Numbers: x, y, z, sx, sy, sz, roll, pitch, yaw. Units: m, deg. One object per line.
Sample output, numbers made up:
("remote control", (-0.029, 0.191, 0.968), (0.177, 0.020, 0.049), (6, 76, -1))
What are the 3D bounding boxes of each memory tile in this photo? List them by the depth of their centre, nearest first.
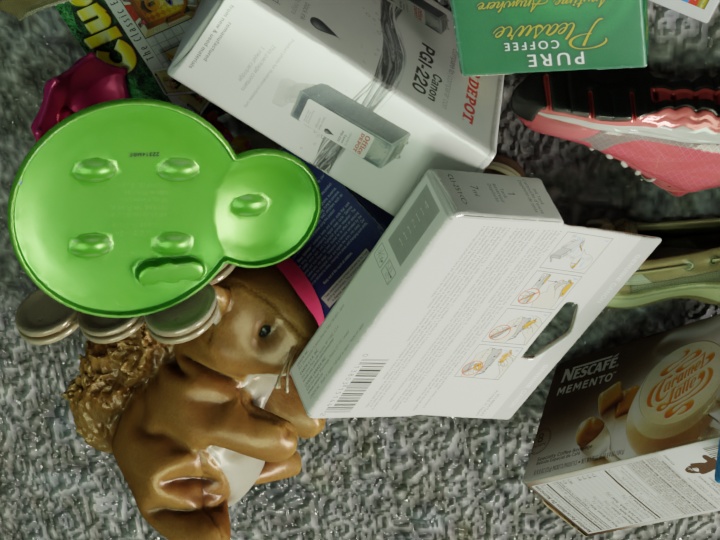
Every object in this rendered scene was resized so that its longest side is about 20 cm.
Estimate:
("memory tile", (-0.145, -0.024, 1.181), (0.152, 0.201, 0.017), (-2, 134, 21))

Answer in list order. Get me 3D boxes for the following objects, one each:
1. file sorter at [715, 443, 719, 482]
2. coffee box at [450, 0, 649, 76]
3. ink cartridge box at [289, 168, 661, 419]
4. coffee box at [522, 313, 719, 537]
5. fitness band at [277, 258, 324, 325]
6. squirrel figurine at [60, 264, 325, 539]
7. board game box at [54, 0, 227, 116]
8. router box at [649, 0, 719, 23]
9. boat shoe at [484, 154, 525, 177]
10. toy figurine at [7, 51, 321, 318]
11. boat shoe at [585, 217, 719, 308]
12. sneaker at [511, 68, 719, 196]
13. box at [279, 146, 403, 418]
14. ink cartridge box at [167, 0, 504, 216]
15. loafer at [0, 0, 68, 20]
("file sorter", (0.333, 0.052, 1.109), (0.138, 0.202, 0.122), (19, 164, -31))
("coffee box", (0.108, -0.214, 1.032), (0.122, 0.044, 0.201), (-3, 126, 14))
("ink cartridge box", (0.073, 0.023, 1.131), (0.175, 0.045, 0.200), (4, 137, -35))
("coffee box", (0.224, 0.111, 1.240), (0.080, 0.115, 0.199), (39, 144, -24))
("fitness band", (-0.101, 0.056, 1.310), (0.143, 0.037, 0.201), (36, 132, 14))
("squirrel figurine", (-0.118, 0.066, 1.216), (0.199, 0.141, 0.188), (30, 124, 19))
("board game box", (-0.155, -0.185, 1.182), (0.104, 0.024, 0.201), (-18, 121, 25))
("router box", (0.174, -0.272, 1.035), (0.178, 0.049, 0.201), (21, 128, -5))
("boat shoe", (0.081, 0.016, 1.255), (0.074, 0.075, 0.203), (4, 128, 8))
("toy figurine", (-0.143, -0.080, 1.143), (0.198, 0.184, 0.151), (-3, 119, -16))
("boat shoe", (0.213, -0.015, 1.212), (0.199, 0.073, 0.064), (4, 121, 4))
("sneaker", (0.198, -0.086, 1.157), (0.198, 0.074, 0.087), (7, 129, 5))
("box", (0.000, 0.000, 1.242), (0.200, 0.032, 0.121), (47, 137, 3))
("ink cartridge box", (-0.008, -0.134, 1.113), (0.199, 0.146, 0.085), (33, 124, -14))
("loafer", (-0.158, -0.202, 1.103), (0.199, 0.076, 0.068), (-19, 121, 32))
